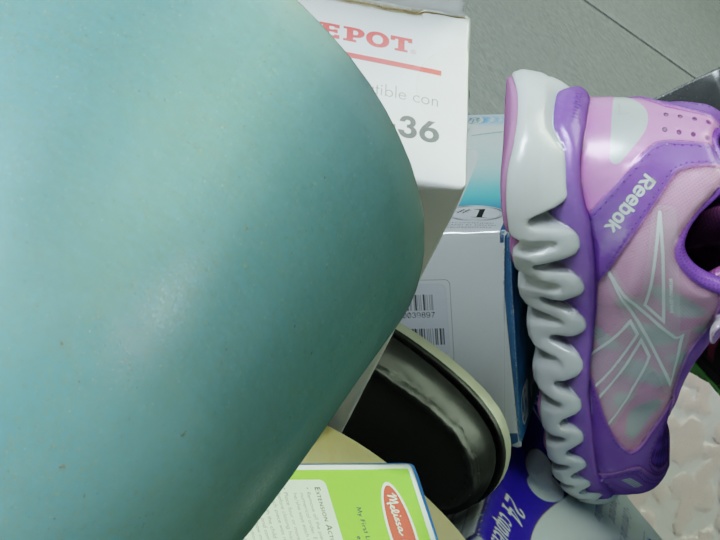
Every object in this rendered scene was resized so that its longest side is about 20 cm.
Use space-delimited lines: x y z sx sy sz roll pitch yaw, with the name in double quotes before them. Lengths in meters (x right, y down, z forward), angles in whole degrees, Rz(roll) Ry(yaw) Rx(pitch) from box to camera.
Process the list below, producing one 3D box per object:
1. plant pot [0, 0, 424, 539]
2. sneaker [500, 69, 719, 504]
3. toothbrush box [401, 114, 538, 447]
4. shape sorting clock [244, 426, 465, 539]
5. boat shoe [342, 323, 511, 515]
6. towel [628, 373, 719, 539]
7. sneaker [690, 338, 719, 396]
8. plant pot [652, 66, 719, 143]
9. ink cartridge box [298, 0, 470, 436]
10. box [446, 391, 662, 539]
"plant pot" -0.106 0.018 0.759 0.201 0.200 0.161 46 50 -21
"sneaker" 0.104 0.011 1.043 0.200 0.088 0.081 77 12 -45
"toothbrush box" 0.000 0.000 1.129 0.200 0.146 0.085 -56 144 -72
"shape sorting clock" -0.023 0.127 0.880 0.200 0.039 0.200 19 48 -23
"boat shoe" -0.046 0.037 1.004 0.201 0.074 0.063 26 23 5
"towel" 0.183 0.065 1.379 0.032 0.200 0.191 -1 -77 66
"sneaker" 0.152 0.005 1.094 0.200 0.077 0.084 20 -47 57
"plant pot" 0.165 0.017 1.512 0.178 0.200 0.199 65 18 8
"ink cartridge box" -0.037 -0.030 0.879 0.116 0.200 0.068 9 57 -10
"box" 0.077 0.167 1.093 0.200 0.105 0.184 51 17 -8
